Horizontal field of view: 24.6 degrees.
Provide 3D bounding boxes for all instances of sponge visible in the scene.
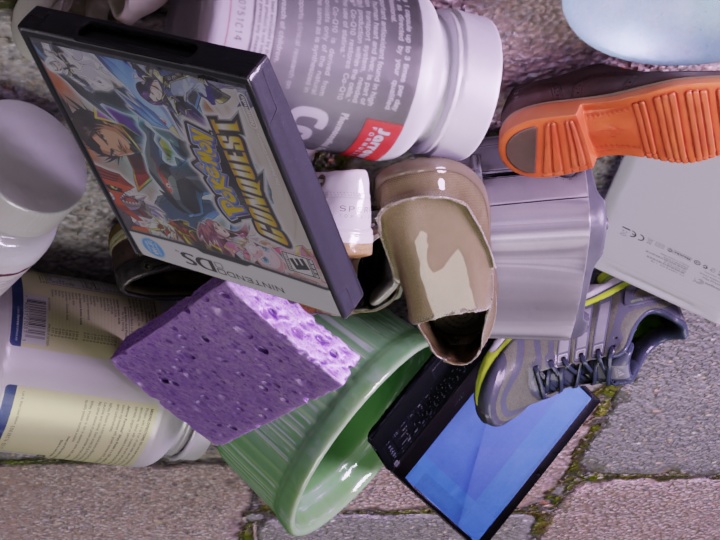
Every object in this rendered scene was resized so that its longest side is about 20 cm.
[{"bbox_3d":[-0.095,0.064,1.190,0.111,0.030,0.200,40,146,-14],"label":"sponge"}]

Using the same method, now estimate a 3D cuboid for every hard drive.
[{"bbox_3d":[0.253,-0.044,1.257,0.131,0.027,0.200,25,148,7],"label":"hard drive"}]

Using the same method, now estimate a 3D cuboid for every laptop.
[{"bbox_3d":[0.109,0.123,1.391,0.178,0.103,0.200,-50,162,-9],"label":"laptop"}]

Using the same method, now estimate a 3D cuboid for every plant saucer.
[{"bbox_3d":[0.224,-0.197,1.039,0.199,0.039,0.201,-3,157,-1],"label":"plant saucer"}]

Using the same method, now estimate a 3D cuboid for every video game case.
[{"bbox_3d":[-0.101,-0.064,1.003,0.180,0.026,0.201,17,146,33],"label":"video game case"}]

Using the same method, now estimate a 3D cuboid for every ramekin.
[{"bbox_3d":[-0.028,0.110,1.356,0.200,0.098,0.200,-46,161,-20],"label":"ramekin"}]

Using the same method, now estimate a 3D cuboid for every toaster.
[{"bbox_3d":[0.110,-0.020,1.246,0.128,0.114,0.201,-1,145,-1],"label":"toaster"}]

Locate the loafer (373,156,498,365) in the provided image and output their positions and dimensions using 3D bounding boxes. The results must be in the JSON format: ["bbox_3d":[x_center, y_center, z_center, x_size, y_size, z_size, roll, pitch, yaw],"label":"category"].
[{"bbox_3d":[0.059,-0.003,1.114,0.076,0.068,0.200,-13,145,12],"label":"loafer"}]

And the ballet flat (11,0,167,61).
[{"bbox_3d":[-0.156,-0.169,1.013,0.069,0.070,0.200,22,139,-36],"label":"ballet flat"}]

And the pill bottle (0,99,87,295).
[{"bbox_3d":[-0.283,-0.031,1.168,0.109,0.110,0.200,19,140,-34],"label":"pill bottle"}]

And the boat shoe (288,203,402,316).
[{"bbox_3d":[0.000,0.000,1.210,0.068,0.075,0.200,14,-160,25],"label":"boat shoe"}]

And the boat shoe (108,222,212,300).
[{"bbox_3d":[-0.098,0.003,1.289,0.199,0.066,0.072,6,146,-17],"label":"boat shoe"}]

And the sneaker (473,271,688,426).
[{"bbox_3d":[0.180,0.067,1.350,0.199,0.081,0.074,-34,133,-10],"label":"sneaker"}]

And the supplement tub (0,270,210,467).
[{"bbox_3d":[-0.219,0.080,1.320,0.199,0.146,0.145,10,145,-23],"label":"supplement tub"}]

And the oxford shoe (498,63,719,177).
[{"bbox_3d":[0.193,-0.119,1.136,0.198,0.073,0.072,-5,134,10],"label":"oxford shoe"}]

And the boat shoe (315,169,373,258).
[{"bbox_3d":[-0.069,-0.059,1.098,0.199,0.070,0.071,14,-169,35],"label":"boat shoe"}]

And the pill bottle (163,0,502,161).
[{"bbox_3d":[-0.018,-0.132,1.046,0.199,0.115,0.114,9,145,-21],"label":"pill bottle"}]
